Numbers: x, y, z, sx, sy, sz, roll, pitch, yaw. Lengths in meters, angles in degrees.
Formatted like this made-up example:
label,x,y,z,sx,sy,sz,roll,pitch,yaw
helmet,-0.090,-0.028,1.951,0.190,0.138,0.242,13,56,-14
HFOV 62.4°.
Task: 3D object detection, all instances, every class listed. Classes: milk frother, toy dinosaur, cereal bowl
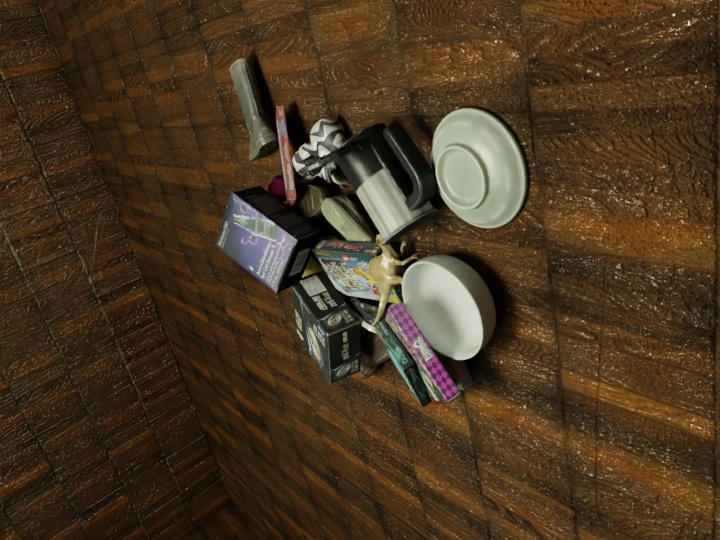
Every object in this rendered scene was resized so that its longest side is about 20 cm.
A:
label,x,y,z,sx,sy,sz,roll,pitch,yaw
milk frother,0.014,-0.143,1.049,0.190,0.198,0.181,58,168,6
toy dinosaur,0.064,0.009,1.187,0.058,0.099,0.203,-90,1,-66
cereal bowl,0.173,0.059,1.095,0.199,0.083,0.202,36,140,37

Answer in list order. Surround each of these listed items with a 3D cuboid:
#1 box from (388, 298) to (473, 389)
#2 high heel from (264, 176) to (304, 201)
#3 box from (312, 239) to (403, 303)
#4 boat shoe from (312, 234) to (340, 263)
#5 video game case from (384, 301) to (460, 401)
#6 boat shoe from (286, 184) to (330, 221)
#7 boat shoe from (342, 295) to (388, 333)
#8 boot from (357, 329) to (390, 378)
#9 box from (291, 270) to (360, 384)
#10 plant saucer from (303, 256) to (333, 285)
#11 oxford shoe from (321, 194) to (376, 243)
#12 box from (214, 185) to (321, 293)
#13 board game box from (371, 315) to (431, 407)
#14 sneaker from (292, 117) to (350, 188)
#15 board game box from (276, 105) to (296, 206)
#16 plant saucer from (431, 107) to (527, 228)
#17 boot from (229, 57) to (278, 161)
label,x,y,z,sx,sy,sz,roll,pitch,yaw
box,0.145,0.154,1.255,0.144,0.036,0.202,-16,98,59
high heel,-0.220,-0.195,1.470,0.199,0.095,0.068,-16,100,58
box,0.000,0.000,1.289,0.198,0.038,0.137,7,136,45
boat shoe,-0.100,-0.045,1.439,0.199,0.062,0.074,11,122,53
video game case,0.116,0.164,1.172,0.201,0.036,0.181,57,175,10
boat shoe,-0.110,-0.154,1.370,0.199,0.067,0.073,-9,88,60
boat shoe,0.015,0.079,1.358,0.067,0.074,0.199,-67,21,9
boot,0.001,0.159,1.447,0.187,0.064,0.200,47,148,9
box,-0.082,0.131,1.392,0.200,0.085,0.165,50,151,41
plant saucer,-0.173,-0.009,1.500,0.199,0.049,0.200,10,150,49
oxford shoe,-0.002,-0.085,1.278,0.200,0.058,0.075,49,144,-6
box,-0.211,-0.074,1.343,0.199,0.104,0.149,34,118,17
board game box,0.088,0.195,1.258,0.136,0.028,0.201,54,174,37
sneaker,-0.072,-0.211,1.254,0.199,0.079,0.131,-44,67,48
board game box,-0.167,-0.252,1.330,0.103,0.019,0.203,151,111,-79
plant saucer,0.175,-0.156,0.961,0.199,0.050,0.202,37,141,37
boot,-0.262,-0.377,1.419,0.202,0.072,0.181,64,155,-1
